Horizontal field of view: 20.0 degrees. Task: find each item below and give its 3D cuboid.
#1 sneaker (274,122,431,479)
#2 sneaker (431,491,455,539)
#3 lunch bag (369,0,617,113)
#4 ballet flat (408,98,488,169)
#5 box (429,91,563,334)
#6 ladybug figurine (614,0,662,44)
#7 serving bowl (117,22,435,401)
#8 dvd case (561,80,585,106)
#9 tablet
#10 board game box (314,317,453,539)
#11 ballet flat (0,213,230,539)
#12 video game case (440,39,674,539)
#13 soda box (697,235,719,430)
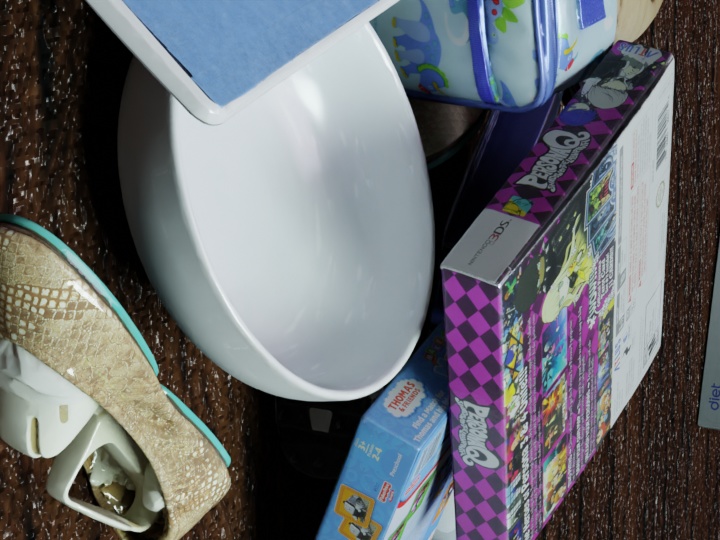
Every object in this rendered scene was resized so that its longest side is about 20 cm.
[{"bbox_3d":[0.000,0.000,1.041,0.090,0.066,0.202,-20,117,-66],"label":"sneaker"},{"bbox_3d":[0.074,0.068,1.149,0.075,0.086,0.201,-74,-172,-85],"label":"sneaker"},{"bbox_3d":[0.046,-0.181,0.975,0.082,0.160,0.201,-31,127,-41],"label":"lunch bag"},{"bbox_3d":[0.044,-0.113,1.123,0.063,0.067,0.200,68,26,-17],"label":"ballet flat"},{"bbox_3d":[0.075,-0.041,1.124,0.200,0.032,0.122,89,22,-72],"label":"box"},{"bbox_3d":[0.142,-0.213,1.136,0.201,0.071,0.136,88,23,-54],"label":"ladybug figurine"},{"bbox_3d":[-0.045,-0.037,0.904,0.200,0.065,0.202,29,55,-51],"label":"serving bowl"},{"bbox_3d":[0.117,-0.126,1.181,0.149,0.016,0.201,62,5,-51],"label":"dvd case"},{"bbox_3d":[-0.058,-0.140,0.855,0.130,0.014,0.200,49,34,-1],"label":"tablet"},{"bbox_3d":[0.017,0.117,1.039,0.151,0.036,0.201,-47,161,-53],"label":"board game box"},{"bbox_3d":[-0.109,0.057,0.818,0.065,0.070,0.200,-57,142,-20],"label":"ballet flat"},{"bbox_3d":[0.099,0.019,0.992,0.181,0.036,0.201,-51,149,-37],"label":"video game case"},{"bbox_3d":[0.345,0.042,1.782,0.063,0.068,0.202,13,84,-65],"label":"soda box"}]
